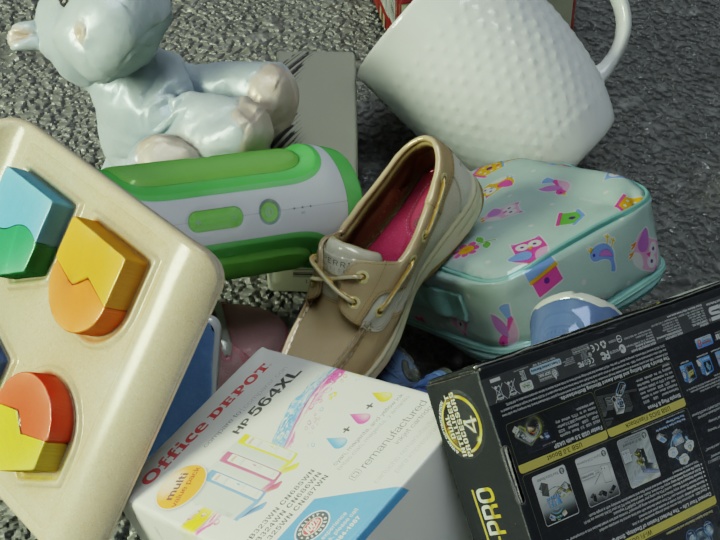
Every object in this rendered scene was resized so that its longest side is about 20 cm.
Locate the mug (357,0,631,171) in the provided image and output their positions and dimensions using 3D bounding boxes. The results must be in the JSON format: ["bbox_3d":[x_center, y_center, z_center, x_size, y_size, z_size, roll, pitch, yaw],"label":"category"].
[{"bbox_3d":[0.126,-0.166,1.014,0.175,0.148,0.200,44,90,-1],"label":"mug"}]

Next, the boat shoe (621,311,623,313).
[{"bbox_3d":[0.140,0.085,0.849,0.072,0.073,0.200,23,47,15],"label":"boat shoe"}]

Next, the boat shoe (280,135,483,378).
[{"bbox_3d":[0.000,0.000,0.802,0.073,0.069,0.201,21,70,38],"label":"boat shoe"}]

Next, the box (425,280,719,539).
[{"bbox_3d":[0.142,0.102,0.636,0.199,0.049,0.163,-16,84,-35],"label":"box"}]

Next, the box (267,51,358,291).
[{"bbox_3d":[-0.036,-0.080,0.991,0.068,0.083,0.201,1,44,-2],"label":"box"}]

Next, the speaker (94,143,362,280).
[{"bbox_3d":[-0.099,-0.032,0.811,0.199,0.089,0.089,-10,45,-33],"label":"speaker"}]

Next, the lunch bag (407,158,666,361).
[{"bbox_3d":[0.097,-0.009,0.887,0.160,0.078,0.200,-30,23,-21],"label":"lunch bag"}]

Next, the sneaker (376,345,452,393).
[{"bbox_3d":[0.027,0.103,0.785,0.078,0.076,0.200,-37,14,-11],"label":"sneaker"}]

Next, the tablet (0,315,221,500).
[{"bbox_3d":[-0.188,0.082,0.793,0.198,0.131,0.014,5,10,-1],"label":"tablet"}]

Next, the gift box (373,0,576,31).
[{"bbox_3d":[0.112,-0.285,1.142,0.185,0.186,0.201,-7,42,-8],"label":"gift box"}]

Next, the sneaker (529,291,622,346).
[{"bbox_3d":[0.130,0.124,0.732,0.080,0.200,0.115,-6,34,38],"label":"sneaker"}]

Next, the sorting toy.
[{"bbox_3d":[-0.181,0.032,0.708,0.199,0.186,0.036,32,11,34],"label":"sorting toy"}]

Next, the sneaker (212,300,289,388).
[{"bbox_3d":[-0.141,0.038,0.846,0.198,0.105,0.076,-7,43,-14],"label":"sneaker"}]

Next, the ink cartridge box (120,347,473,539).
[{"bbox_3d":[-0.025,0.139,0.691,0.199,0.126,0.129,10,46,47],"label":"ink cartridge box"}]

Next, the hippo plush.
[{"bbox_3d":[-0.147,-0.148,0.913,0.159,0.162,0.200,-36,22,-20],"label":"hippo plush"}]
